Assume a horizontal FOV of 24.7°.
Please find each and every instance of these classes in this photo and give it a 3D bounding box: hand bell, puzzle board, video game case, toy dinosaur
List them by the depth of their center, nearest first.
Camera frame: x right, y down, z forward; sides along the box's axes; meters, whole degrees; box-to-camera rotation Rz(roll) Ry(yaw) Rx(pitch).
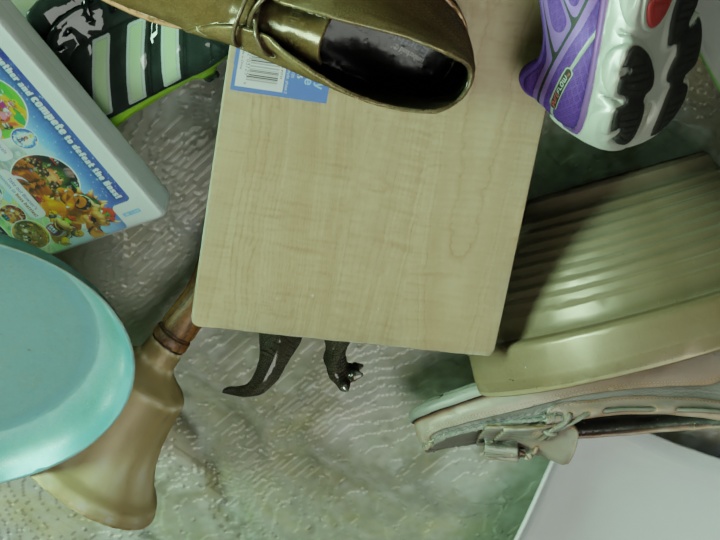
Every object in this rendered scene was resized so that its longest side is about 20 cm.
[{"bbox_3d":[0.008,-0.061,0.760,0.149,0.017,0.202,6,111,-10],"label":"puzzle board"},{"bbox_3d":[-0.211,-0.050,0.788,0.198,0.018,0.144,-17,131,26],"label":"video game case"},{"bbox_3d":[-0.098,0.030,0.887,0.104,0.104,0.201,31,103,-30],"label":"hand bell"},{"bbox_3d":[0.000,0.000,0.889,0.199,0.077,0.103,-27,109,25],"label":"toy dinosaur"}]

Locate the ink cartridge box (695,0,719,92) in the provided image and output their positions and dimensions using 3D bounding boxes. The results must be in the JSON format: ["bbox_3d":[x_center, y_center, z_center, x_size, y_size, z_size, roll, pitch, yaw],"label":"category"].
[{"bbox_3d":[0.251,-0.110,0.795,0.145,0.085,0.200,-32,149,16],"label":"ink cartridge box"}]

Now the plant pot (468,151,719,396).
[{"bbox_3d":[0.145,-0.005,0.860,0.199,0.201,0.094,-16,92,0],"label":"plant pot"}]

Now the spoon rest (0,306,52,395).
[{"bbox_3d":[-0.244,0.014,0.805,0.199,0.061,0.099,32,133,-22],"label":"spoon rest"}]

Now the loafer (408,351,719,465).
[{"bbox_3d":[0.130,0.083,0.957,0.198,0.064,0.072,-15,169,-4],"label":"loafer"}]

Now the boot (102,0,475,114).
[{"bbox_3d":[-0.041,-0.118,0.681,0.198,0.076,0.074,18,111,-13],"label":"boot"}]

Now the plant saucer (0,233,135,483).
[{"bbox_3d":[-0.208,0.040,0.787,0.198,0.028,0.201,-6,141,-5],"label":"plant saucer"}]

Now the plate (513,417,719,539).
[{"bbox_3d":[0.171,0.195,1.064,0.198,0.032,0.201,18,106,-25],"label":"plate"}]

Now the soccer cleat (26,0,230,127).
[{"bbox_3d":[-0.105,-0.119,0.768,0.199,0.068,0.081,-35,125,19],"label":"soccer cleat"}]

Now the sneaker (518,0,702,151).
[{"bbox_3d":[0.104,-0.150,0.682,0.080,0.083,0.202,-18,129,-46],"label":"sneaker"}]
